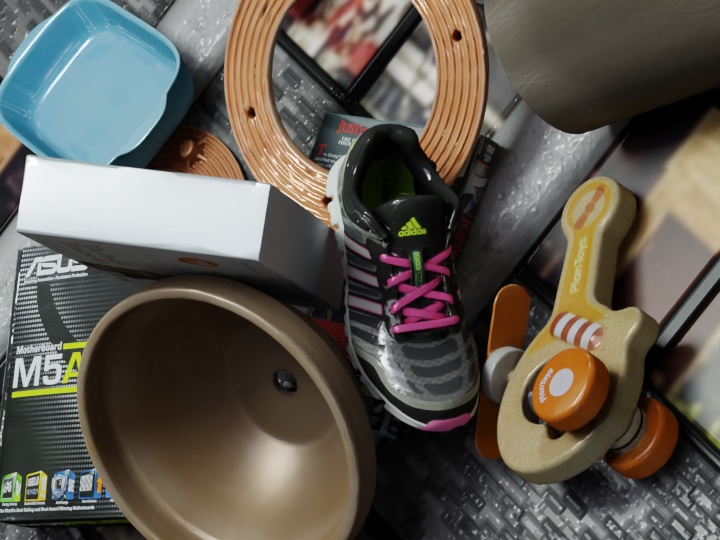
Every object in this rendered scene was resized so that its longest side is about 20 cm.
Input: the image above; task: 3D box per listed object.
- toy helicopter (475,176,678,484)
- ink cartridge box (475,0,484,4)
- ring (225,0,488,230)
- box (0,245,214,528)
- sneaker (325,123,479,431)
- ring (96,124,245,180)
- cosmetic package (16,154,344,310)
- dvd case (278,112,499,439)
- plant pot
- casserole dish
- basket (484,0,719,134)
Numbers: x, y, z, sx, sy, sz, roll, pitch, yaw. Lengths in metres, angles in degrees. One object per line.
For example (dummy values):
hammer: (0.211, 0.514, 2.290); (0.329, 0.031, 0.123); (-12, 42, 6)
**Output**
toy helicopter: (0.122, 0.035, 1.580); (0.132, 0.079, 0.200); (-20, 47, 43)
ink cartridge box: (0.083, -0.282, 1.739); (0.145, 0.084, 0.200); (19, 84, 45)
ring: (-0.002, -0.124, 1.704); (0.200, 0.019, 0.201); (4, 96, 34)
box: (-0.158, 0.072, 1.784); (0.200, 0.047, 0.194); (-5, 76, 41)
sneaker: (0.027, -0.003, 1.591); (0.088, 0.074, 0.200); (107, 153, -59)
ring: (-0.157, -0.010, 1.864); (0.200, 0.019, 0.201); (-19, 58, 33)
cosmetic package: (-0.102, -0.021, 1.621); (0.150, 0.200, 0.052); (5, 82, 14)
dvd case: (0.000, 0.000, 1.722); (0.146, 0.022, 0.200); (10, 78, 43)
plant pot: (-0.066, 0.084, 1.634); (0.200, 0.093, 0.201); (15, 122, 26)
casserole dish: (-0.186, -0.124, 1.915); (0.121, 0.039, 0.200); (-53, 40, -2)
basket: (0.183, -0.173, 1.573); (0.200, 0.136, 0.181); (-27, 59, 33)
